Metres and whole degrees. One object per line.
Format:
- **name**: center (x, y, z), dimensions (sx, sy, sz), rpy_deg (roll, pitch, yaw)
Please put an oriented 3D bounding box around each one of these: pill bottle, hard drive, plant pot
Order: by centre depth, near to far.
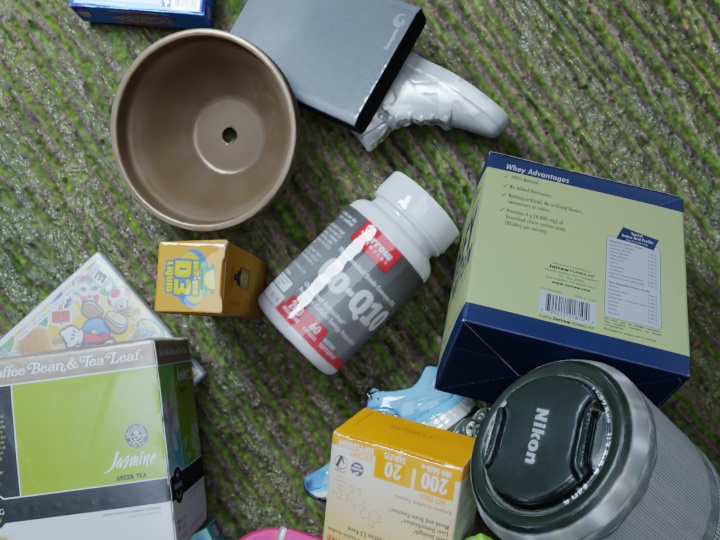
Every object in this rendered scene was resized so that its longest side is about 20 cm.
- **pill bottle**: center (0.000, 0.000, 0.784), dimensions (0.114, 0.114, 0.200), rpy_deg (45, 88, 4)
- **plant pot**: center (-0.152, -0.145, 0.799), dimensions (0.199, 0.093, 0.203), rpy_deg (1, 97, 12)
- **hard drive**: center (-0.046, -0.245, 0.811), dimensions (0.199, 0.033, 0.140), rpy_deg (29, 87, 24)

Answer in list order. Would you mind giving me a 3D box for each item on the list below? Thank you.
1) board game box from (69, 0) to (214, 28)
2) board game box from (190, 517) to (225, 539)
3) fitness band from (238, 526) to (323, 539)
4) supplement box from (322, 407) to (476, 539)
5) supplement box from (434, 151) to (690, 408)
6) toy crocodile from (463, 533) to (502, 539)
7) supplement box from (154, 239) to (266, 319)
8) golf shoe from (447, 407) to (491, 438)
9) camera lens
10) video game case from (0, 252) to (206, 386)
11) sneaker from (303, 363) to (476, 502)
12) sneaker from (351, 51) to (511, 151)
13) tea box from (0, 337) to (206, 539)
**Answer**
- **board game box**: center (-0.235, -0.380, 0.847), dimensions (0.151, 0.045, 0.202), rpy_deg (5, 86, 2)
- **board game box**: center (-0.178, 0.390, 0.791), dimensions (0.151, 0.045, 0.201), rpy_deg (-29, 85, -2)
- **fitness band**: center (-0.059, 0.348, 0.770), dimensions (0.199, 0.037, 0.144), rpy_deg (24, 71, -8)
- **supplement box**: center (0.034, 0.245, 0.695), dimensions (0.125, 0.073, 0.202), rpy_deg (10, 103, 23)
- **supplement box**: center (0.191, 0.022, 0.729), dimensions (0.198, 0.135, 0.201), rpy_deg (14, 55, 2)
- **toy crocodile**: center (0.167, 0.293, 0.680), dimensions (0.199, 0.068, 0.062), rpy_deg (32, 107, -25)
- **supplement box**: center (-0.140, 0.013, 0.743), dimensions (0.068, 0.200, 0.067), rpy_deg (3, 85, 1)
- **golf shoe**: center (0.155, 0.168, 0.778), dimensions (0.199, 0.088, 0.078), rpy_deg (-4, 68, -33)
- **camera lens**: center (0.202, 0.182, 0.627), dimensions (0.200, 0.160, 0.160), rpy_deg (40, 86, -28)
- **video game case**: center (-0.301, 0.113, 0.827), dimensions (0.200, 0.023, 0.182), rpy_deg (-42, 86, -3)
- **sneaker**: center (0.023, 0.173, 0.803), dimensions (0.199, 0.078, 0.090), rpy_deg (-34, 67, -5)
- **sneaker**: center (0.054, -0.168, 0.823), dimensions (0.199, 0.074, 0.116), rpy_deg (31, 88, 13)
- **tea box**: center (-0.270, 0.174, 0.744), dimensions (0.198, 0.134, 0.198), rpy_deg (-7, 87, 1)
